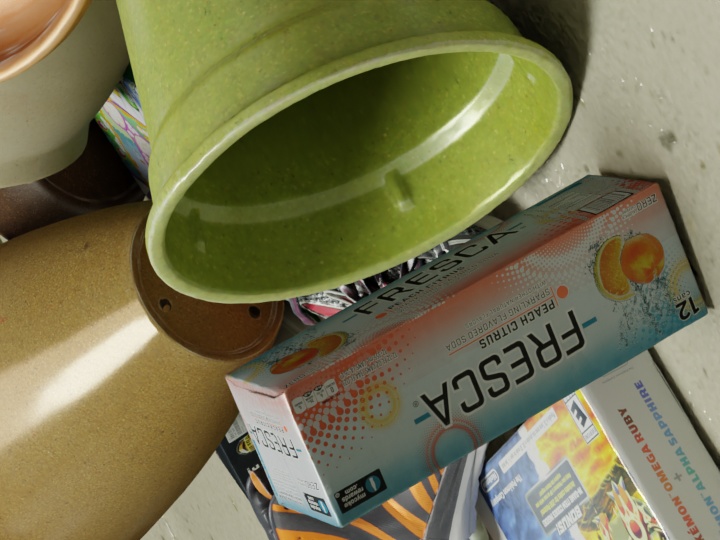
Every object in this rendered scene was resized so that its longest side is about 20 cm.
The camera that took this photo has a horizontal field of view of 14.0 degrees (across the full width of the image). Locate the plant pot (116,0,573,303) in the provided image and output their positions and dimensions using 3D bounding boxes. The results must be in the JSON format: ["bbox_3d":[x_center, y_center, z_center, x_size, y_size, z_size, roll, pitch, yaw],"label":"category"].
[{"bbox_3d":[-0.032,-0.116,1.317,0.200,0.200,0.184,106,144,-61],"label":"plant pot"}]

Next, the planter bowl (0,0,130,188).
[{"bbox_3d":[-0.200,-0.123,1.498,0.200,0.200,0.135,36,133,50],"label":"planter bowl"}]

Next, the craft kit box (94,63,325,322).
[{"bbox_3d":[-0.077,-0.051,1.599,0.200,0.049,0.198,33,162,53],"label":"craft kit box"}]

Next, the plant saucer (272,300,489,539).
[{"bbox_3d":[-0.014,0.095,1.609,0.200,0.050,0.200,46,169,12],"label":"plant saucer"}]

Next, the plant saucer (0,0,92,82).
[{"bbox_3d":[-0.191,-0.182,1.327,0.200,0.037,0.200,10,112,26],"label":"plant saucer"}]

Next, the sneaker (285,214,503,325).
[{"bbox_3d":[0.000,0.000,1.415,0.200,0.075,0.081,15,93,29],"label":"sneaker"}]

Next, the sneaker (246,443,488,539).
[{"bbox_3d":[0.003,0.084,1.471,0.078,0.112,0.200,-144,57,-74],"label":"sneaker"}]

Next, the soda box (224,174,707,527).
[{"bbox_3d":[0.047,0.031,1.255,0.064,0.200,0.068,11,126,64],"label":"soda box"}]

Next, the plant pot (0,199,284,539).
[{"bbox_3d":[-0.131,0.045,1.553,0.200,0.186,0.187,-34,83,47],"label":"plant pot"}]

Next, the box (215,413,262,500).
[{"bbox_3d":[-0.113,0.033,1.791,0.200,0.046,0.159,54,173,23],"label":"box"}]

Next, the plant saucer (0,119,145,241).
[{"bbox_3d":[-0.175,-0.106,1.675,0.034,0.200,0.200,-15,103,33],"label":"plant saucer"}]

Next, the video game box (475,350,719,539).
[{"bbox_3d":[0.134,0.147,1.407,0.182,0.047,0.200,57,158,11],"label":"video game box"}]
